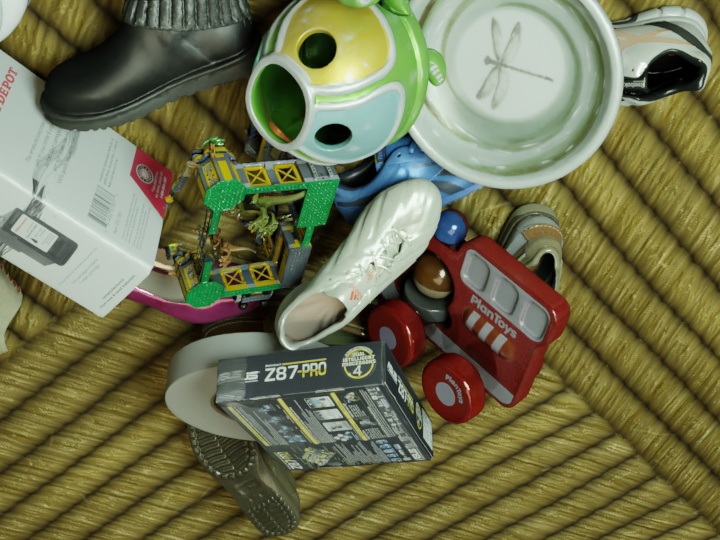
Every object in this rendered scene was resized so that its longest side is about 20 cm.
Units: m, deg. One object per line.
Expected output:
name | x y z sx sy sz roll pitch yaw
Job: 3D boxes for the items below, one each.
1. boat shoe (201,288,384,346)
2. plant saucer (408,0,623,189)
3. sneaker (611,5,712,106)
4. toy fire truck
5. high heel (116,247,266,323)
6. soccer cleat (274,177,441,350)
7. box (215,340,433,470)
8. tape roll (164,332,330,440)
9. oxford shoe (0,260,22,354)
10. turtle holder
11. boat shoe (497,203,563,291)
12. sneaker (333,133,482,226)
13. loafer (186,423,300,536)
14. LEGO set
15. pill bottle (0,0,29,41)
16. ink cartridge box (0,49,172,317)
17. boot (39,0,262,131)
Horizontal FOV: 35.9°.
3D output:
boat shoe | -0.065 0.065 1.145 0.198 0.074 0.076 -6 128 2
plant saucer | 0.124 -0.170 0.940 0.198 0.050 0.202 10 120 17
sneaker | 0.208 -0.178 0.967 0.198 0.080 0.074 -12 130 9
toy fire truck | 0.100 0.031 1.051 0.112 0.200 0.169 -25 146 -36
high heel | -0.189 -0.002 1.087 0.198 0.068 0.096 7 149 8
soccer cleat | 0.000 0.000 1.002 0.069 0.078 0.200 43 104 -13
box | -0.028 0.135 1.059 0.160 0.050 0.200 -9 150 14
tape roll | -0.097 0.121 1.123 0.201 0.037 0.203 0 151 0
oxford shoe | -0.375 0.006 1.106 0.073 0.071 0.201 -4 132 -32
turtle holder | -0.012 -0.162 0.892 0.185 0.131 0.142 -21 98 49
boat shoe | 0.156 0.031 1.131 0.074 0.069 0.201 3 129 -8
sneaker | 0.062 -0.103 1.027 0.199 0.066 0.079 -28 121 19
loafer | -0.132 0.212 1.266 0.075 0.068 0.201 -22 110 11
LEGO set | -0.107 -0.069 1.010 0.152 0.116 0.201 -13 145 -18
pill bottle | -0.297 -0.234 0.824 0.115 0.201 0.117 -1 128 -1
ink cartridge box | -0.275 -0.077 0.981 0.199 0.146 0.083 36 123 -26
boot | -0.190 -0.217 0.916 0.209 0.080 0.159 -20 134 0
